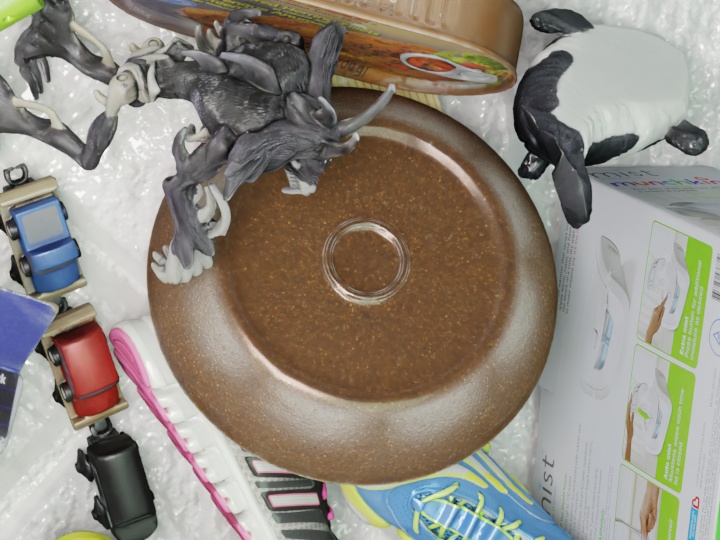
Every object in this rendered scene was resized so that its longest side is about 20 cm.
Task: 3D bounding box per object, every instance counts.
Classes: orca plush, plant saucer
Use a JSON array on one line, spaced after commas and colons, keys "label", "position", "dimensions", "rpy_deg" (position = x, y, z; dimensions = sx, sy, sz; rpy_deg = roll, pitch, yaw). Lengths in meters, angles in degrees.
[{"label": "orca plush", "position": [0.108, -0.061, 1.213], "dimensions": [0.105, 0.200, 0.071], "rpy_deg": [32, 117, -6]}, {"label": "plant saucer", "position": [0.000, 0.000, 1.182], "dimensions": [0.200, 0.037, 0.201], "rpy_deg": [3, 71, -9]}]

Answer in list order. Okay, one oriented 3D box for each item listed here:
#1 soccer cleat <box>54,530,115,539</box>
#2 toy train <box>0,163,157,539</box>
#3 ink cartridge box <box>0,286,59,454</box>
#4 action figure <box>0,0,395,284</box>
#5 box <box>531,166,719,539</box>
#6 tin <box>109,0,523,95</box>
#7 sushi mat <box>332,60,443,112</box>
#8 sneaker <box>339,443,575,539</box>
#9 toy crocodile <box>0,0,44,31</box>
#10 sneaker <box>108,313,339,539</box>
[{"label": "soccer cleat", "position": [-0.101, 0.218, 1.249], "dimensions": [0.065, 0.084, 0.200], "rpy_deg": [-27, 112, -12]}, {"label": "toy train", "position": [-0.136, 0.044, 1.209], "dimensions": [0.034, 0.046, 0.200], "rpy_deg": [-21, 111, -14]}, {"label": "ink cartridge box", "position": [-0.262, 0.061, 1.113], "dimensions": [0.199, 0.041, 0.200], "rpy_deg": [18, 133, -23]}, {"label": "action figure", "position": [-0.076, -0.066, 1.128], "dimensions": [0.119, 0.200, 0.102], "rpy_deg": [-60, 151, -32]}, {"label": "box", "position": [0.171, 0.063, 1.255], "dimensions": [0.097, 0.176, 0.200], "rpy_deg": [-2, 105, -24]}, {"label": "tin", "position": [-0.020, -0.124, 1.163], "dimensions": [0.200, 0.112, 0.042], "rpy_deg": [14, 84, -16]}, {"label": "sushi mat", "position": [0.013, -0.021, 1.264], "dimensions": [0.096, 0.012, 0.200], "rpy_deg": [-24, 111, -12]}, {"label": "sneaker", "position": [0.064, 0.121, 1.240], "dimensions": [0.076, 0.105, 0.200], "rpy_deg": [-56, 142, -12]}, {"label": "toy crocodile", "position": [-0.209, -0.189, 1.097], "dimensions": [0.067, 0.062, 0.200], "rpy_deg": [-41, 93, 13]}, {"label": "sneaker", "position": [-0.039, 0.086, 1.241], "dimensions": [0.087, 0.074, 0.200], "rpy_deg": [-35, 113, -8]}]
